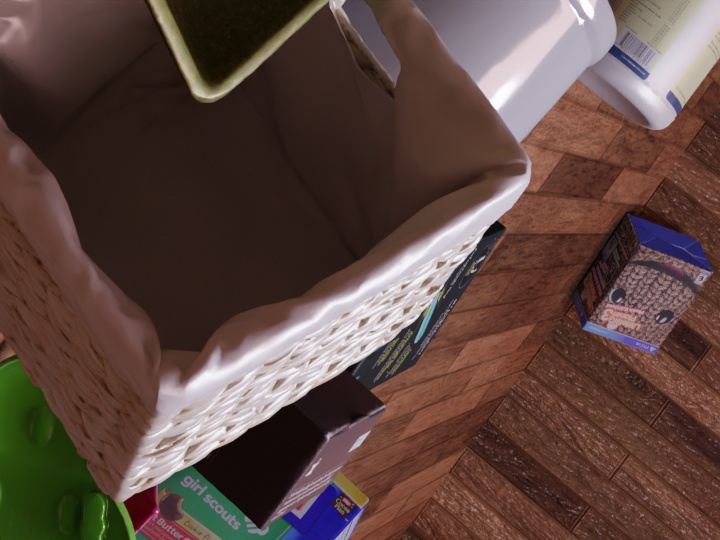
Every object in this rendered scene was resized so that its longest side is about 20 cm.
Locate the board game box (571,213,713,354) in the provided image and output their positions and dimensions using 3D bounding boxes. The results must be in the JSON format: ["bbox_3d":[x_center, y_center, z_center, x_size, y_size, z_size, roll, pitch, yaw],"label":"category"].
[{"bbox_3d":[0.497,0.025,2.880,0.097,0.158,0.201,-99,-148,-53],"label":"board game box"}]

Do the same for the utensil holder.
[{"bbox_3d":[0.025,-0.119,0.967,0.200,0.170,0.170,-48,166,-5],"label":"utensil holder"}]

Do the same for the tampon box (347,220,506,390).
[{"bbox_3d":[0.000,0.000,1.267,0.151,0.126,0.200,-56,167,20],"label":"tampon box"}]

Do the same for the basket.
[{"bbox_3d":[-0.070,-0.042,0.706,0.199,0.199,0.161,-31,167,-25],"label":"basket"}]

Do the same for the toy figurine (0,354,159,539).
[{"bbox_3d":[-0.188,0.129,1.054,0.184,0.148,0.203,-53,154,-76],"label":"toy figurine"}]

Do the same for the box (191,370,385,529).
[{"bbox_3d":[-0.091,0.045,0.918,0.075,0.199,0.100,-54,166,15],"label":"box"}]

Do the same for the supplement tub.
[{"bbox_3d":[0.293,-0.253,1.558,0.201,0.145,0.145,-52,167,2],"label":"supplement tub"}]

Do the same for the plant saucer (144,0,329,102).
[{"bbox_3d":[-0.045,-0.202,0.617,0.200,0.048,0.201,-45,131,-26],"label":"plant saucer"}]

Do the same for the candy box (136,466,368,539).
[{"bbox_3d":[-0.117,0.207,1.317,0.200,0.169,0.077,-43,168,-36],"label":"candy box"}]
